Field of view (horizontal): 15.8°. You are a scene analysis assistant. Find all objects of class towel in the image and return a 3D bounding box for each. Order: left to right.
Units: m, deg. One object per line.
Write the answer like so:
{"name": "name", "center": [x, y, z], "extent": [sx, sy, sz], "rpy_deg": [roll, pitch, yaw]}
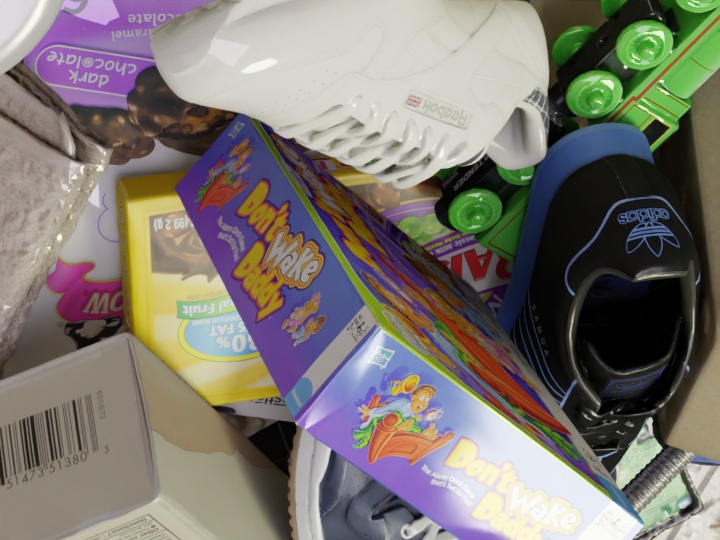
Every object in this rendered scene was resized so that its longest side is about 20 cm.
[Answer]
{"name": "towel", "center": [-0.187, -0.010, 1.044], "extent": [0.132, 0.034, 0.201], "rpy_deg": [38, 119, 17]}

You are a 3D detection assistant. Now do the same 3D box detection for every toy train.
{"name": "toy train", "center": [0.106, -0.077, 1.006], "extent": [0.056, 0.042, 0.200], "rpy_deg": [27, 122, -31]}

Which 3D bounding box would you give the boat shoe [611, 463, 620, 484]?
{"name": "boat shoe", "center": [0.042, 0.147, 1.177], "extent": [0.200, 0.062, 0.075], "rpy_deg": [-40, 116, 6]}

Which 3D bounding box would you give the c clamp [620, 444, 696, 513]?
{"name": "c clamp", "center": [0.098, 0.089, 1.142], "extent": [0.171, 0.027, 0.200], "rpy_deg": [40, 85, 10]}

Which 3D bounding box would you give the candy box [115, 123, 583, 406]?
{"name": "candy box", "center": [0.000, 0.000, 1.076], "extent": [0.199, 0.026, 0.103], "rpy_deg": [-8, 121, -13]}

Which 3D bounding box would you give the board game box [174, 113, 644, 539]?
{"name": "board game box", "center": [0.013, 0.029, 0.963], "extent": [0.134, 0.200, 0.045], "rpy_deg": [37, 100, -28]}

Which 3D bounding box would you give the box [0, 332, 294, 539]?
{"name": "box", "center": [-0.085, 0.112, 1.076], "extent": [0.095, 0.078, 0.200], "rpy_deg": [-21, 148, 12]}

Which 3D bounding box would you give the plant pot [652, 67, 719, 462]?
{"name": "plant pot", "center": [0.213, -0.015, 1.075], "extent": [0.176, 0.201, 0.200], "rpy_deg": [-1, 158, -4]}

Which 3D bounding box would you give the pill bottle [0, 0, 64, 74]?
{"name": "pill bottle", "center": [-0.168, -0.146, 0.941], "extent": [0.109, 0.200, 0.110], "rpy_deg": [-6, 117, -11]}

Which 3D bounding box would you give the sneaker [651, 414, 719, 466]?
{"name": "sneaker", "center": [0.226, 0.074, 1.213], "extent": [0.199, 0.075, 0.079], "rpy_deg": [-2, 126, -21]}

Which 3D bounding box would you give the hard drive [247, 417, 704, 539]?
{"name": "hard drive", "center": [0.046, 0.100, 1.210], "extent": [0.199, 0.038, 0.140], "rpy_deg": [-28, 119, 2]}

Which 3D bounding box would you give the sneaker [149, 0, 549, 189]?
{"name": "sneaker", "center": [0.007, -0.069, 0.917], "extent": [0.200, 0.076, 0.081], "rpy_deg": [-11, 91, -51]}

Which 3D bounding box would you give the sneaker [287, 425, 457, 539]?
{"name": "sneaker", "center": [0.036, 0.134, 1.073], "extent": [0.108, 0.070, 0.201], "rpy_deg": [6, 115, 30]}

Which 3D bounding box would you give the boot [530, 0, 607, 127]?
{"name": "boot", "center": [0.120, -0.126, 1.095], "extent": [0.199, 0.073, 0.156], "rpy_deg": [2, 115, -13]}

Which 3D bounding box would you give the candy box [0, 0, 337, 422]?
{"name": "candy box", "center": [-0.078, -0.045, 1.087], "extent": [0.167, 0.072, 0.201], "rpy_deg": [7, 114, -18]}

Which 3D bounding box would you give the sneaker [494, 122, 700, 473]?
{"name": "sneaker", "center": [0.093, 0.038, 1.036], "extent": [0.070, 0.078, 0.201], "rpy_deg": [-9, 137, -10]}
